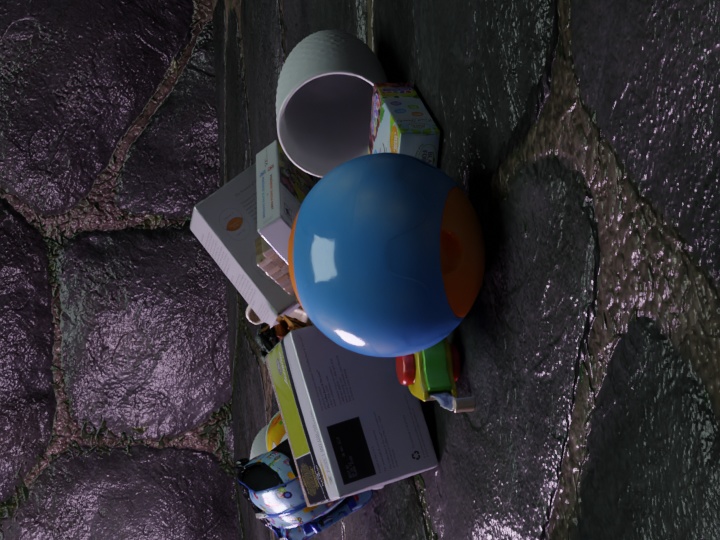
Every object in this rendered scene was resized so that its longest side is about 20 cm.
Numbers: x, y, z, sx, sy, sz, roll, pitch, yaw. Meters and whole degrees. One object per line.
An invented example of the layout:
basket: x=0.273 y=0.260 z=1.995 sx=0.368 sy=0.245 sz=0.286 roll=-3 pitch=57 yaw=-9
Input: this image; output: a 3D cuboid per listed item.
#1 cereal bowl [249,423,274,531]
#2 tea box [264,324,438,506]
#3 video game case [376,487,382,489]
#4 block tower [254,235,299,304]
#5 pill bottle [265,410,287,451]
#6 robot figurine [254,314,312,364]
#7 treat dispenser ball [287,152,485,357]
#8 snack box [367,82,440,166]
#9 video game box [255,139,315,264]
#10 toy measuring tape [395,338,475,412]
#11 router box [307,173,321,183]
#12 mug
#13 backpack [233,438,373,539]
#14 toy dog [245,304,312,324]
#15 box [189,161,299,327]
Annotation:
cereal bowl: x=-0.140 y=0.357 z=2.357 sx=0.200 sy=0.082 sz=0.203 roll=-12 pitch=-90 yaw=-79
tea box: x=-0.017 y=0.169 z=1.689 sx=0.197 sy=0.132 sz=0.203 roll=141 pitch=113 yaw=-72
video game case: x=0.016 y=0.164 z=1.894 sx=0.183 sy=0.023 sz=0.202 roll=100 pitch=162 yaw=-47
block tower: x=-0.071 y=0.011 z=1.922 sx=0.200 sy=0.054 sz=0.058 roll=46 pitch=-157 yaw=-37
pill bottle: x=-0.081 y=0.281 z=2.165 sx=0.200 sy=0.109 sz=0.113 roll=-154 pitch=61 yaw=-76
robot figurine: x=-0.069 y=0.135 z=1.941 sx=0.058 sy=0.144 sz=0.201 roll=-53 pitch=38 yaw=18
treat dispenser ball: x=0.026 y=-0.015 z=1.386 sx=0.201 sy=0.198 sz=0.204 roll=177 pitch=90 yaw=-78
snack box: x=0.045 y=-0.099 z=1.623 sx=0.143 sy=0.052 sz=0.202 roll=-115 pitch=25 yaw=-57
video game box: x=-0.068 y=-0.051 z=1.869 sx=0.200 sy=0.046 sz=0.183 roll=49 pitch=-158 yaw=-32
toy measuring tape: x=0.081 y=0.102 z=1.468 sx=0.200 sy=0.072 sz=0.075 roll=-166 pitch=74 yaw=-77
router box: x=-0.077 y=-0.182 z=2.153 sx=0.200 sy=0.061 sz=0.152 roll=-169 pitch=77 yaw=-78
mug: x=-0.024 y=-0.203 z=1.762 sx=0.201 sy=0.146 sz=0.176 roll=60 pitch=-167 yaw=-31
backpack: x=-0.069 y=0.297 z=1.951 sx=0.136 sy=0.181 sz=0.200 roll=62 pitch=166 yaw=-6
toy dog: x=-0.118 y=-0.018 z=2.223 sx=0.201 sy=0.138 sz=0.196 roll=-112 pitch=35 yaw=-56
box: x=-0.133 y=-0.045 z=2.048 sx=0.201 sy=0.152 sz=0.106 roll=51 pitch=162 yaw=5
